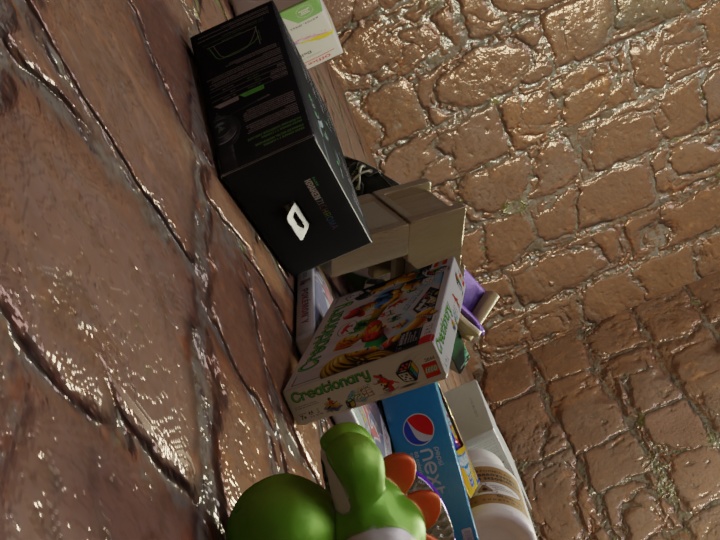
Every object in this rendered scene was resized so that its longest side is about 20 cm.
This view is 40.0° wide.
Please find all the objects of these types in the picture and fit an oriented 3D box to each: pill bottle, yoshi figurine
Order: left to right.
[{"bbox_3d":[-0.015,0.183,0.513,0.111,0.112,0.203,-16,99,-44],"label":"yoshi figurine"},{"bbox_3d":[0.167,0.325,1.335,0.200,0.113,0.115,-91,157,-74],"label":"pill bottle"}]

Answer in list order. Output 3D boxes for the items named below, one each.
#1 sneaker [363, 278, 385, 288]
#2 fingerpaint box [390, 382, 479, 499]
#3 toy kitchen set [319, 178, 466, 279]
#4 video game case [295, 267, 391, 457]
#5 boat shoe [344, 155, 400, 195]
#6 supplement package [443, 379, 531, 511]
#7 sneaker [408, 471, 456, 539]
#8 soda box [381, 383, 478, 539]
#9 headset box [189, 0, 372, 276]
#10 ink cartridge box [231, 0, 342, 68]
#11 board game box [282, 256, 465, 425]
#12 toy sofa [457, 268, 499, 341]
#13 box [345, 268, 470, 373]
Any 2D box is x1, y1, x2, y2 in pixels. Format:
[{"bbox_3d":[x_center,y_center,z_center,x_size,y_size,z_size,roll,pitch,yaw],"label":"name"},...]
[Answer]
[{"bbox_3d":[0.033,0.088,1.324,0.201,0.074,0.077,64,38,-56],"label":"sneaker"},{"bbox_3d":[0.081,0.203,1.213,0.200,0.073,0.169,36,31,-77],"label":"fingerpaint box"},{"bbox_3d":[0.000,0.000,1.141,0.163,0.179,0.202,40,-42,45],"label":"toy kitchen set"},{"bbox_3d":[-0.013,0.109,0.977,0.183,0.023,0.202,-98,164,-68],"label":"video game case"},{"bbox_3d":[-0.001,-0.129,1.506,0.199,0.071,0.064,27,-15,44],"label":"boat shoe"},{"bbox_3d":[0.173,0.290,1.522,0.114,0.108,0.201,-104,169,-55],"label":"supplement package"},{"bbox_3d":[0.053,0.249,0.892,0.100,0.069,0.202,-116,-176,-66],"label":"sneaker"},{"bbox_3d":[0.073,0.204,1.066,0.068,0.063,0.203,48,27,-83],"label":"soda box"},{"bbox_3d":[-0.073,-0.119,0.950,0.175,0.092,0.202,59,11,-55],"label":"headset box"},{"bbox_3d":[-0.098,-0.346,1.434,0.200,0.116,0.068,49,20,-69],"label":"ink cartridge box"},{"bbox_3d":[0.019,0.053,0.825,0.200,0.125,0.035,-63,131,-69],"label":"board game box"},{"bbox_3d":[0.106,0.004,1.371,0.200,0.083,0.097,45,-22,-22],"label":"toy sofa"},{"bbox_3d":[0.067,0.060,1.389,0.143,0.037,0.201,22,-23,32],"label":"box"}]
